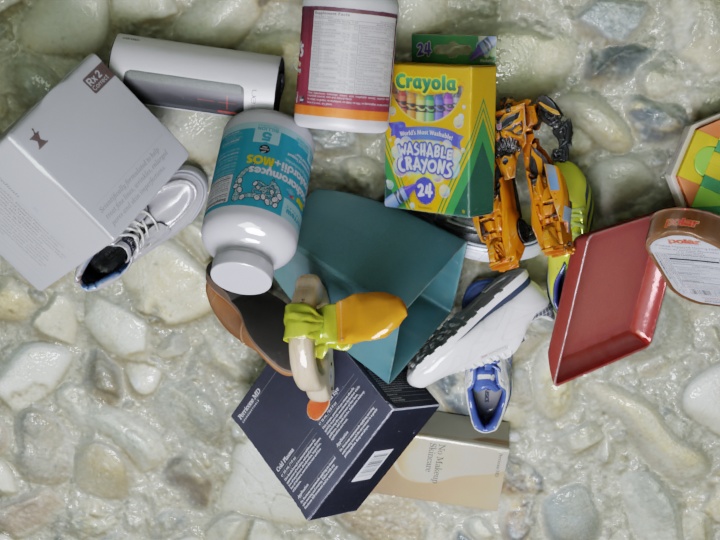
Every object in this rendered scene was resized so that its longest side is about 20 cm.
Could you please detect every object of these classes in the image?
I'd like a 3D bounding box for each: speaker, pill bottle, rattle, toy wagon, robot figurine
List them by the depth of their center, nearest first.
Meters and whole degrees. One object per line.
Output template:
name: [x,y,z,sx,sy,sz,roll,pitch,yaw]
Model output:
pill bottle: [-0.014,-0.258,1.473,0.109,0.110,0.201,5,98,3]
pill bottle: [-0.119,-0.076,1.497,0.110,0.201,0.111,6,151,4]
rattle: [-0.010,0.095,1.501,0.142,0.130,0.200,-14,130,0]
robot figurine: [0.182,-0.107,1.518,0.145,0.058,0.201,-16,77,32]
toy wagon: [0.459,-0.103,1.528,0.199,0.040,0.156,22,92,-5]
speaker: [-0.190,-0.225,1.542,0.199,0.081,0.082,9,116,1]

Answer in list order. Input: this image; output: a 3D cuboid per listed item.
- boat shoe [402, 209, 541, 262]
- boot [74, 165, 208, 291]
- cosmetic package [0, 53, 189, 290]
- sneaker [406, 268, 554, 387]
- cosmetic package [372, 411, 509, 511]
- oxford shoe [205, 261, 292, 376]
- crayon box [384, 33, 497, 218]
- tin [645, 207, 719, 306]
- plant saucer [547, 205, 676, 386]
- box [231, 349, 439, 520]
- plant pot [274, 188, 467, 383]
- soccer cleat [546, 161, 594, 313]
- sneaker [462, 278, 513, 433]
boat shoe: [0.125,-0.062,1.591,0.199,0.072,0.071,10,120,3]
boot: [-0.271,-0.045,1.624,0.200,0.096,0.074,-40,106,21]
cosmetic package: [-0.342,-0.111,1.525,0.165,0.165,0.200,47,141,-16]
sneaker: [0.145,0.085,1.595,0.200,0.076,0.081,-38,103,-3]
cosmetic package: [0.092,0.246,1.740,0.199,0.071,0.106,7,115,2]
oxford shoe: [-0.128,0.070,1.639,0.071,0.200,0.071,-17,137,-32]
crayon box: [0.090,-0.167,1.500,0.125,0.051,0.201,10,104,40]
tin: [0.404,-0.011,1.545,0.112,0.042,0.200,2,154,31]
plant saucer: [0.301,0.022,1.577,0.037,0.199,0.201,31,124,38]
box: [-0.034,0.176,1.653,0.182,0.104,0.200,49,117,27]
plant pot: [0.000,0.000,1.570,0.200,0.141,0.142,32,145,18]
soccer cleat: [0.254,-0.033,1.585,0.064,0.084,0.201,-5,115,3]
sneaker: [0.166,0.111,1.661,0.075,0.088,0.201,-2,113,9]
